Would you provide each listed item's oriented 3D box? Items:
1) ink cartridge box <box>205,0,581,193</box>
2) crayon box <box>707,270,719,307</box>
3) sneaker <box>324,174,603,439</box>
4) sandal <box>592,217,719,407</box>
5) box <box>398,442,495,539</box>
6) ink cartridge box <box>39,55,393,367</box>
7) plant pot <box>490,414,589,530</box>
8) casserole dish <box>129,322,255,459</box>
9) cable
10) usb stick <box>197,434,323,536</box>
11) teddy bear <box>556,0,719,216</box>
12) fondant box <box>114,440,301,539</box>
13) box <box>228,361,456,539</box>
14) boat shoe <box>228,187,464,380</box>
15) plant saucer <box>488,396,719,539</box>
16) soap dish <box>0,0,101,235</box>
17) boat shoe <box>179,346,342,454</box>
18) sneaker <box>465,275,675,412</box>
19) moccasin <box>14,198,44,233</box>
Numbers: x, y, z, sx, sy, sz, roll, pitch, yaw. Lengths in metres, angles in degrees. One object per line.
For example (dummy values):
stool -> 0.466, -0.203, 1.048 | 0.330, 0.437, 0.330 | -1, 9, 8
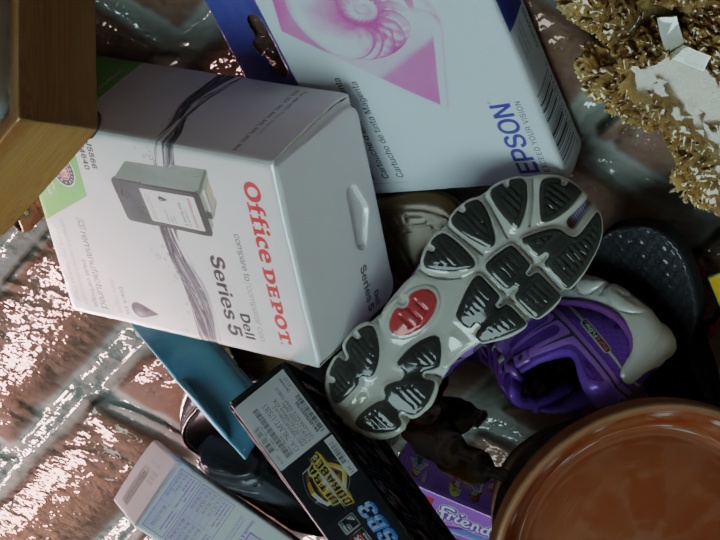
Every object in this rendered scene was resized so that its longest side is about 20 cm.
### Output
ink cartridge box -> 0.005, -0.125, 1.435 | 0.199, 0.043, 0.197 | -5, 135, 26
crayon box -> 0.308, 0.019, 1.409 | 0.200, 0.058, 0.119 | -27, 84, 43
sneaker -> 0.057, 0.014, 1.467 | 0.200, 0.083, 0.081 | -40, 92, 15
sandal -> 0.191, 0.022, 1.521 | 0.075, 0.045, 0.200 | 26, 156, 30
box -> 0.102, 0.206, 1.773 | 0.199, 0.039, 0.137 | 23, 142, -3
ink cartridge box -> -0.093, -0.039, 1.488 | 0.199, 0.084, 0.146 | 11, 129, 34
plant pot -> 0.160, 0.167, 1.579 | 0.187, 0.188, 0.200 | 35, 177, -17
casserole dish -> -0.114, 0.051, 1.616 | 0.121, 0.039, 0.200 | 52, 174, -25
cable -> 0.020, 0.099, 1.628 | 0.097, 0.050, 0.200 | 48, 156, -19
usb stick -> -0.061, 0.152, 1.724 | 0.055, 0.033, 0.200 | 19, 169, 20
teddy bear -> 0.183, -0.120, 1.357 | 0.200, 0.067, 0.145 | 41, 128, -14
fondant box -> -0.073, 0.204, 1.750 | 0.200, 0.058, 0.144 | 35, 175, -10
box -> 0.017, 0.159, 1.515 | 0.050, 0.199, 0.200 | -37, 163, 5
boat shoe -> 0.000, 0.000, 1.561 | 0.072, 0.072, 0.200 | 49, 125, -4
plant saucer -> 0.169, 0.170, 1.452 | 0.199, 0.032, 0.201 | -3, 104, -13
soap dish -> -0.212, -0.127, 1.417 | 0.081, 0.201, 0.157 | 13, 146, -28
boat shoe -> -0.069, 0.089, 1.693 | 0.072, 0.065, 0.200 | 35, 139, -20
sneaker -> 0.100, 0.045, 1.516 | 0.081, 0.084, 0.200 | 49, 158, -26
moccasin -> -0.268, -0.101, 1.547 | 0.201, 0.078, 0.074 | 44, 166, -32
